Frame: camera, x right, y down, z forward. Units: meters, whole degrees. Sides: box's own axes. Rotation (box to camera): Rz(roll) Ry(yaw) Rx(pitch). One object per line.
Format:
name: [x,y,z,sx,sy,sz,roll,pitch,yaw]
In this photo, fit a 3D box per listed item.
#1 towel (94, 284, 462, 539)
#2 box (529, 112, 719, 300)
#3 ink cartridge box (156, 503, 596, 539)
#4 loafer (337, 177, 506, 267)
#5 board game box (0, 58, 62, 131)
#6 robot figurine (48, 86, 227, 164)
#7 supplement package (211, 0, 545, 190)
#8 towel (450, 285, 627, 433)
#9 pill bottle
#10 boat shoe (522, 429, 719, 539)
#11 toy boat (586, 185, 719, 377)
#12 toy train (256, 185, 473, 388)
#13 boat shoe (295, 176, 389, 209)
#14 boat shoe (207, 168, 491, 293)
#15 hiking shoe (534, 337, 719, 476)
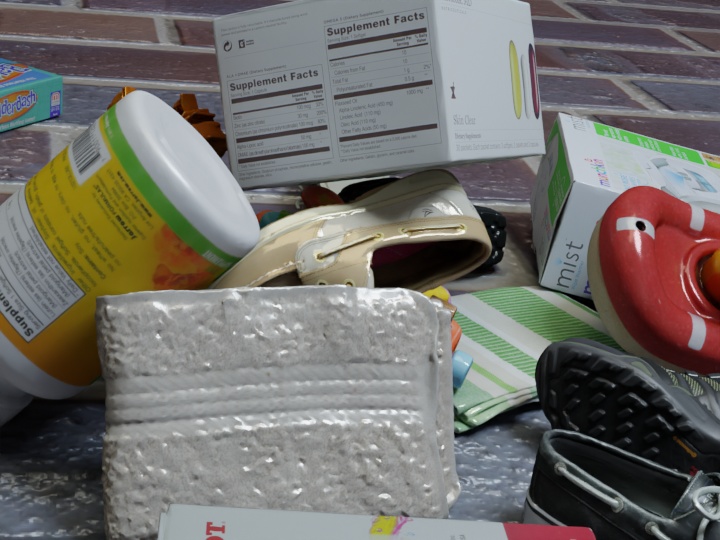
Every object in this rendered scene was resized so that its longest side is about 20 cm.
towel: [-0.041,0.076,0.680,0.197,0.135,0.034,-1,-6,-17]
box: [0.237,-0.041,1.054,0.174,0.098,0.200,16,23,0]
ink cartridge box: [0.010,0.173,0.520,0.197,0.084,0.146,4,23,-6]
loafer: [0.041,-0.034,1.009,0.070,0.069,0.199,5,-2,39]
board game box: [-0.429,-0.188,1.289,0.198,0.046,0.152,19,25,23]
robot figurine: [-0.183,-0.037,0.837,0.059,0.199,0.145,56,21,11]
supplement package: [0.021,-0.121,0.848,0.154,0.113,0.200,-6,4,25]
towel: [0.102,0.056,0.905,0.198,0.024,0.152,-11,28,-34]
pill bottle: [-0.164,0.002,0.724,0.111,0.199,0.111,49,10,-12]
boat shoe: [0.183,0.138,0.672,0.198,0.069,0.073,21,27,30]
toy boat: [0.259,0.001,0.867,0.198,0.131,0.132,17,54,-11]
toy train: [0.000,0.000,0.856,0.198,0.056,0.150,28,18,12]
boat shoe: [-0.021,-0.088,1.148,0.074,0.062,0.201,17,29,-17]
boat shoe: [-0.009,0.003,0.771,0.198,0.074,0.069,-26,53,-16]
hiking shoe: [0.204,0.099,0.786,0.198,0.077,0.100,28,20,22]
